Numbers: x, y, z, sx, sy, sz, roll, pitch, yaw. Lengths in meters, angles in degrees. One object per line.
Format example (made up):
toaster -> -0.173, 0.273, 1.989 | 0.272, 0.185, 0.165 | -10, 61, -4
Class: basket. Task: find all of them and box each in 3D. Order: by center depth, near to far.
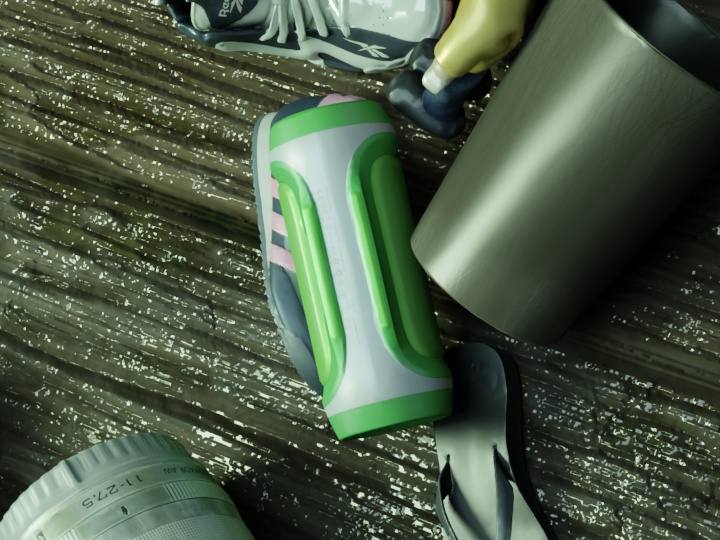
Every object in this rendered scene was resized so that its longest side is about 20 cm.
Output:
basket -> 0.129, -0.067, 1.567 | 0.200, 0.136, 0.181 | -54, 26, 19

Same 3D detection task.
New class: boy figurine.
boy figurine -> 0.074, -0.159, 1.578 | 0.064, 0.200, 0.125 | 32, 57, 4

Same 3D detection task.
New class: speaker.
speaker -> 0.000, 0.000, 1.623 | 0.088, 0.088, 0.201 | -17, 82, 30

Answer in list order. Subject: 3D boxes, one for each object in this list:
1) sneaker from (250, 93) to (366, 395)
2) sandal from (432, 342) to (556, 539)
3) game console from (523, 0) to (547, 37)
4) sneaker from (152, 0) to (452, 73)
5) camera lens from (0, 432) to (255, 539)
sneaker -> -0.017, -0.021, 1.691 | 0.082, 0.070, 0.201 | -20, 72, 30
sandal -> 0.074, 0.143, 1.614 | 0.076, 0.043, 0.201 | -23, 69, 28
game console -> 0.099, -0.278, 1.697 | 0.200, 0.118, 0.173 | 42, 135, 32
sneaker -> -0.049, -0.174, 1.700 | 0.198, 0.129, 0.080 | 15, 101, 35
camera lens -> -0.127, 0.225, 1.659 | 0.160, 0.160, 0.200 | -45, 60, 18
